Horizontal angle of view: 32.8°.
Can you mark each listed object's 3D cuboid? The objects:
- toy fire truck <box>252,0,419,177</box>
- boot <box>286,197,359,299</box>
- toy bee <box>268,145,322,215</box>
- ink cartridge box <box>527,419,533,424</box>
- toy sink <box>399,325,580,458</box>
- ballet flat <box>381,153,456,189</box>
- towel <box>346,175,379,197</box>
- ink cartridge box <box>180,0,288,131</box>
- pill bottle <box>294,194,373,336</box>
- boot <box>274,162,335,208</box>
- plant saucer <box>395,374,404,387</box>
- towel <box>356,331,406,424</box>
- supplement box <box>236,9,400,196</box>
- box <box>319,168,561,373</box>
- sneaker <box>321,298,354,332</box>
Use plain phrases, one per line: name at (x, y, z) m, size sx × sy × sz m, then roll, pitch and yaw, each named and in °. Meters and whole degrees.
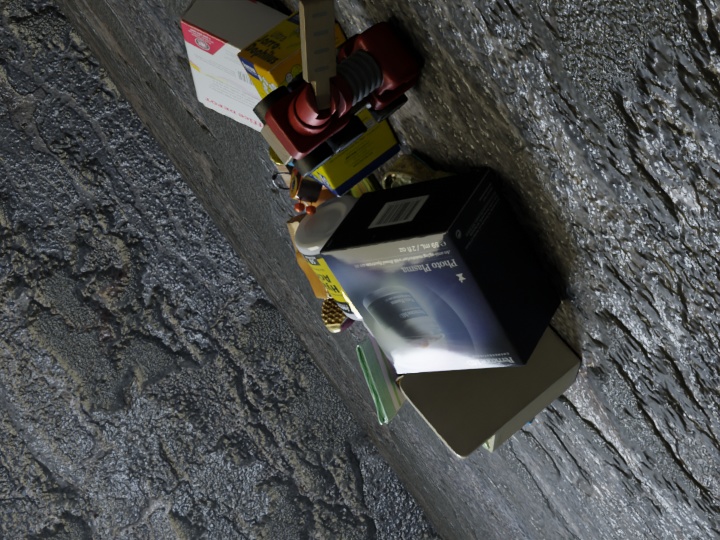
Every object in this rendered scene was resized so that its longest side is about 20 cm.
toy fire truck at (-0.019, -0.215, 1.298) m, size 0.129 × 0.176 × 0.200 m, roll 53°, pitch 159°, yaw -1°
boot at (-0.017, -0.027, 1.850) m, size 0.200 × 0.071 × 0.145 m, roll -10°, pitch 113°, yaw 43°
toy bee at (-0.063, -0.138, 1.728) m, size 0.201 × 0.130 × 0.109 m, roll 93°, pitch 174°, yaw -55°
ink cartridge box at (0.157, 0.179, 1.781) m, size 0.115 × 0.067 × 0.200 m, roll 32°, pitch 154°, yaw -22°
toy sink at (0.162, 0.146, 1.570) m, size 0.130 × 0.200 × 0.112 m, roll 48°, pitch 168°, yaw 19°
ballet flat at (0.087, -0.090, 1.498) m, size 0.200 × 0.071 × 0.071 m, roll 36°, pitch 160°, yaw 56°
towel at (-0.007, -0.131, 1.897) m, size 0.087 × 0.018 × 0.200 m, roll 62°, pitch 168°, yaw -14°
ink cartridge box at (-0.160, -0.291, 1.711) m, size 0.147 × 0.086 × 0.200 m, roll 27°, pitch 160°, yaw 11°
pill bottle at (0.000, 0.000, 1.750) m, size 0.201 × 0.111 × 0.111 m, roll 54°, pitch 169°, yaw -29°
boot at (-0.045, -0.117, 1.911) m, size 0.155 × 0.074 × 0.200 m, roll 54°, pitch 169°, yaw -23°
plant saucer at (0.156, 0.187, 1.954) m, size 0.198 × 0.036 × 0.200 m, roll 15°, pitch 161°, yaw 5°
towel at (0.058, 0.138, 2.018) m, size 0.023 × 0.200 × 0.154 m, roll -5°, pitch 115°, yaw 31°
supplement box at (-0.052, -0.215, 1.573) m, size 0.109 × 0.109 × 0.201 m, roll 36°, pitch 160°, yaw 55°
box at (0.095, 0.008, 1.431) m, size 0.199 × 0.124 × 0.199 m, roll -8°, pitch 125°, yaw 43°
sneaker at (0.003, 0.036, 1.991) m, size 0.074 × 0.201 × 0.090 m, roll -6°, pitch 135°, yaw 33°
